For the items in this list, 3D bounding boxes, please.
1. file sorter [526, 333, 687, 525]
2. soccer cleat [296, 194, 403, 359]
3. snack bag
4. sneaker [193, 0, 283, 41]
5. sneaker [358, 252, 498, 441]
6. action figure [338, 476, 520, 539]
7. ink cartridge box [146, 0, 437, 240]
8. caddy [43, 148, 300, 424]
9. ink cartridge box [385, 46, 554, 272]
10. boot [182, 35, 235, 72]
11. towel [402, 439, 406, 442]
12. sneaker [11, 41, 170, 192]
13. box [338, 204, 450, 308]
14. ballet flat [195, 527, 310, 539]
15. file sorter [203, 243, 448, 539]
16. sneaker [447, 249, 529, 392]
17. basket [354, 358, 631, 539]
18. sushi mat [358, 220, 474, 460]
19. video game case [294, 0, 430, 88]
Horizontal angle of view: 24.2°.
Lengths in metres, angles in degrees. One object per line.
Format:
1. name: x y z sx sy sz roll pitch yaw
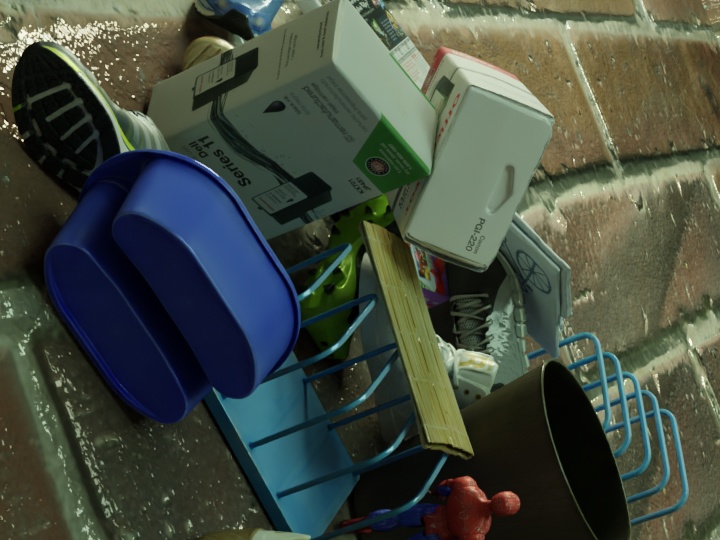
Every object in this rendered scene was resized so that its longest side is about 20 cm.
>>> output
1. file sorter: 0.252 0.178 1.813 0.200 0.122 0.139 41 34 -42
2. soccer cleat: 0.000 0.000 1.547 0.200 0.067 0.081 -56 136 -43
3. snack bag: 0.148 -0.011 1.708 0.189 0.021 0.200 46 -16 27
4. sneaker: -0.095 -0.278 1.550 0.078 0.089 0.200 26 33 -9
5. sneaker: 0.064 0.067 1.486 0.074 0.115 0.201 -72 155 -49
6. action figure: 0.058 0.203 1.339 0.051 0.200 0.066 8 68 -32
7. ink cartridge box: -0.059 -0.116 1.383 0.147 0.199 0.083 45 37 -36
8. caddy: -0.131 0.010 1.208 0.201 0.141 0.105 58 30 -19
9. ink cartridge box: 0.088 -0.101 1.461 0.084 0.146 0.200 21 14 -12
10. boot: -0.093 -0.165 1.535 0.200 0.072 0.167 49 19 -31
11. towel: 0.097 0.174 1.641 0.200 0.030 0.147 9 61 -60
12. sneaker: -0.194 -0.098 1.271 0.200 0.074 0.081 57 20 -36
13. box: 0.022 -0.068 1.682 0.137 0.039 0.201 21 51 -56
14. ballet flat: -0.048 0.230 1.266 0.200 0.072 0.068 33 41 -49
15. file sorter: -0.029 0.100 1.353 0.201 0.122 0.139 62 27 -11
16. sneaker: 0.115 0.069 1.640 0.115 0.075 0.201 -20 95 -59
17. basket: 0.106 0.189 1.444 0.181 0.199 0.136 67 24 -7
18. sushi mat: 0.045 0.057 1.378 0.096 0.012 0.201 27 42 -59
19. video game case: 0.016 -0.233 1.775 0.182 0.023 0.200 54 22 -6
